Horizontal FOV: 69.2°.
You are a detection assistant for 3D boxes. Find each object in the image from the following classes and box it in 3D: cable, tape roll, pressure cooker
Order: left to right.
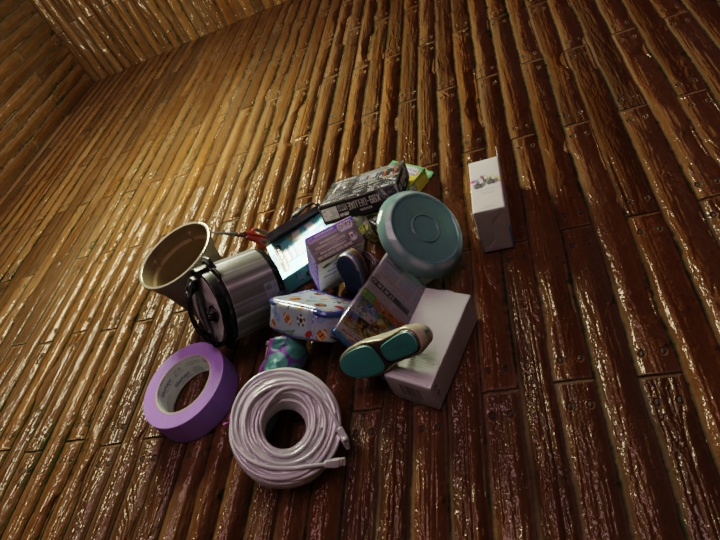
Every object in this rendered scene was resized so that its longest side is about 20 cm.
[{"bbox_3d":[-0.364,0.259,1.124,0.196,0.066,0.203,-16,45,16],"label":"tape roll"},{"bbox_3d":[-0.281,0.058,1.138,0.198,0.180,0.177,-25,69,-35],"label":"pressure cooker"},{"bbox_3d":[-0.130,0.274,0.917,0.195,0.070,0.203,-13,60,-13],"label":"cable"}]

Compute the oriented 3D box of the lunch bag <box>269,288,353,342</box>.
[{"bbox_3d":[-0.085,0.087,1.070,0.197,0.078,0.158,12,15,40],"label":"lunch bag"}]

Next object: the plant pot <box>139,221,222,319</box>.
[{"bbox_3d":[-0.395,0.020,1.269,0.196,0.185,0.203,-18,44,18],"label":"plant pot"}]

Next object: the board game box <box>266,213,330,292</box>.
[{"bbox_3d":[-0.123,-0.056,1.291,0.198,0.047,0.152,-33,42,-2],"label":"board game box"}]

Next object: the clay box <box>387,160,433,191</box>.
[{"bbox_3d":[0.085,-0.204,1.312,0.114,0.048,0.201,22,64,40],"label":"clay box"}]

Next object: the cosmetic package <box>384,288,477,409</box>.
[{"bbox_3d":[0.133,0.137,0.954,0.100,0.075,0.202,9,54,36],"label":"cosmetic package"}]

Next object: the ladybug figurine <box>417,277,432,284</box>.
[{"bbox_3d":[0.128,-0.044,1.122,0.134,0.072,0.201,21,63,40],"label":"ladybug figurine"}]

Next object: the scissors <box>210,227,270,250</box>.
[{"bbox_3d":[-0.303,-0.095,1.342,0.014,0.197,0.074,-45,49,30],"label":"scissors"}]

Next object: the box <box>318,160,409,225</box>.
[{"bbox_3d":[0.011,-0.185,1.232,0.196,0.051,0.159,-15,26,19],"label":"box"}]

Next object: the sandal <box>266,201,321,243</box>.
[{"bbox_3d":[-0.158,-0.139,1.343,0.198,0.076,0.043,-32,85,-21],"label":"sandal"}]

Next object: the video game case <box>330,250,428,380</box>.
[{"bbox_3d":[0.051,0.085,1.007,0.201,0.143,0.018,-53,14,-23],"label":"video game case"}]

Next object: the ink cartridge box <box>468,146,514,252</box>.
[{"bbox_3d":[0.276,-0.154,1.109,0.066,0.116,0.203,-10,45,19],"label":"ink cartridge box"}]

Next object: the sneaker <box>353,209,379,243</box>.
[{"bbox_3d":[0.045,-0.104,1.201,0.075,0.078,0.199,-32,29,-17],"label":"sneaker"}]

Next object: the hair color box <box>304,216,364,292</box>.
[{"bbox_3d":[-0.054,-0.027,1.104,0.108,0.201,0.066,-27,75,-12],"label":"hair color box"}]

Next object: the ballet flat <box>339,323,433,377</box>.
[{"bbox_3d":[0.046,0.137,0.912,0.198,0.069,0.071,-26,37,40],"label":"ballet flat"}]

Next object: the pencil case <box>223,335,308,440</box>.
[{"bbox_3d":[-0.181,0.230,1.025,0.085,0.091,0.203,-38,24,57],"label":"pencil case"}]

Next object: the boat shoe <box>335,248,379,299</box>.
[{"bbox_3d":[0.000,0.000,1.061,0.072,0.201,0.073,38,74,18],"label":"boat shoe"}]

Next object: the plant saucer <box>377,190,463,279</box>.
[{"bbox_3d":[0.128,-0.081,1.060,0.195,0.027,0.205,10,61,-19],"label":"plant saucer"}]
